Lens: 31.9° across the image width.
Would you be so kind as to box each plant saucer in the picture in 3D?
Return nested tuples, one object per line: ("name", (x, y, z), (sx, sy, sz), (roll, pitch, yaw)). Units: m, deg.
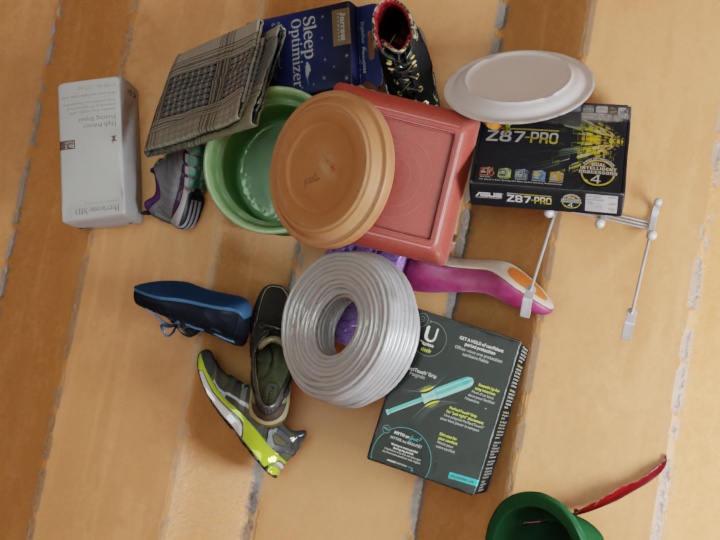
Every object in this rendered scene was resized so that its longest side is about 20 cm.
("plant saucer", (0.039, -0.125, 1.635), (0.197, 0.037, 0.202), (14, 94, 1))
("plant saucer", (-0.043, -0.129, 1.604), (0.199, 0.032, 0.203), (-6, 81, 39))

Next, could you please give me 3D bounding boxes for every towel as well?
("towel", (-0.201, -0.252, 1.723), (0.198, 0.035, 0.194), (-12, 48, 30))

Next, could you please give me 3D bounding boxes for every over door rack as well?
("over door rack", (0.300, -0.023, 1.618), (0.146, 0.067, 0.202), (13, 63, 13))

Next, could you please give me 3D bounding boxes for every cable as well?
("cable", (-0.015, 0.072, 1.612), (0.199, 0.069, 0.203), (-21, 62, 38))

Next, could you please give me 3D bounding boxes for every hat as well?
("hat", (0.288, 0.350, 1.628), (0.199, 0.175, 0.168), (-22, 79, 46))

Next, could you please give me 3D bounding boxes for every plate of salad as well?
("plate of salad", (0.209, -0.235, 1.659), (0.197, 0.201, 0.049), (-1, 126, 11))

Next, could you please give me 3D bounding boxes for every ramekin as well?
("ramekin", (-0.107, -0.142, 1.730), (0.197, 0.098, 0.203), (-2, 82, 11))

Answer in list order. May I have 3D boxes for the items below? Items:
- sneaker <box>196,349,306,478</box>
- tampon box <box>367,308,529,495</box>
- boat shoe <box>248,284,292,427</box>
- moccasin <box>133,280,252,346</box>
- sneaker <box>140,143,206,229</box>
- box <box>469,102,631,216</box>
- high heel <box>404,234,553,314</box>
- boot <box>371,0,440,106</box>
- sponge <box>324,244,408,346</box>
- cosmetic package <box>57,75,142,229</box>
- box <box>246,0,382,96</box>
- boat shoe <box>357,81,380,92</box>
("sneaker", (-0.151, 0.183, 1.721), (0.081, 0.074, 0.201), (-38, 79, -11))
("tampon box", (0.116, 0.170, 1.629), (0.148, 0.126, 0.202), (17, 86, 14))
("boat shoe", (-0.114, 0.106, 1.690), (0.071, 0.066, 0.203), (7, 64, -8))
("moccasin", (-0.237, 0.062, 1.727), (0.198, 0.080, 0.069), (14, 114, 37))
("sneaker", (-0.253, -0.164, 1.778), (0.087, 0.074, 0.202), (16, 87, 18))
("box", (0.250, -0.150, 1.647), (0.197, 0.049, 0.162), (5, 50, 12))
("high heel", (0.155, 0.028, 1.681), (0.198, 0.067, 0.097), (28, 113, 3))
("boot", (0.061, -0.251, 1.680), (0.073, 0.154, 0.206), (-11, 81, 10))
("sponge", (0.000, 0.000, 1.711), (0.111, 0.030, 0.202), (24, 88, 29))
("cosmetic package", (-0.372, -0.166, 1.802), (0.100, 0.074, 0.203), (-7, 80, 11))
("box", (-0.066, -0.301, 1.754), (0.198, 0.032, 0.123), (-7, 81, 23))
("boat shoe", (0.030, -0.149, 1.700), (0.074, 0.075, 0.204), (-31, 89, -12))
